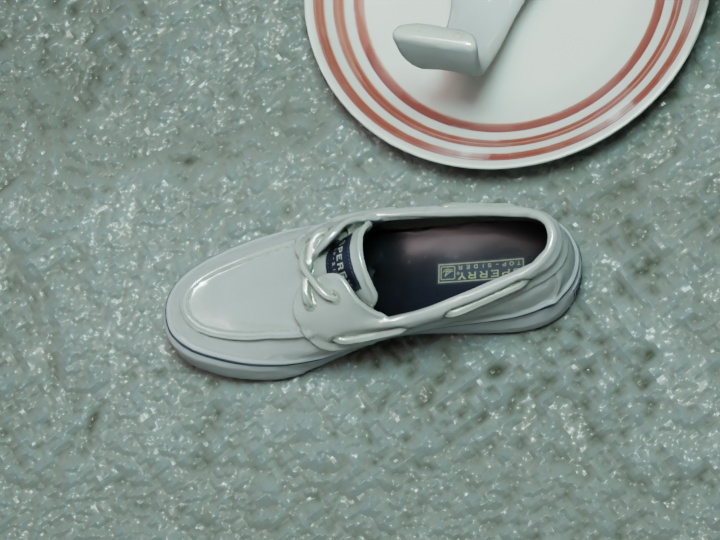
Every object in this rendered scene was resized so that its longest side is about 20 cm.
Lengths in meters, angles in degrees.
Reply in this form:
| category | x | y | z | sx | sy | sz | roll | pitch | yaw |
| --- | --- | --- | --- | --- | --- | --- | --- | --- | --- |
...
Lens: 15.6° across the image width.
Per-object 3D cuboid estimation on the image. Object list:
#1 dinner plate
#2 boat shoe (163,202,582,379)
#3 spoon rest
| category | x | y | z | sx | sy | sz | roll | pitch | yaw |
| --- | --- | --- | --- | --- | --- | --- | --- | --- | --- |
| dinner plate | 0.071 | -0.139 | 1.271 | 0.200 | 0.024 | 0.200 | -5 | 68 | 13 |
| boat shoe | 0.000 | 0.000 | 1.214 | 0.200 | 0.065 | 0.074 | -13 | 68 | 9 |
| spoon rest | 0.065 | -0.170 | 1.250 | 0.099 | 0.061 | 0.200 | 12 | 60 | 17 |
